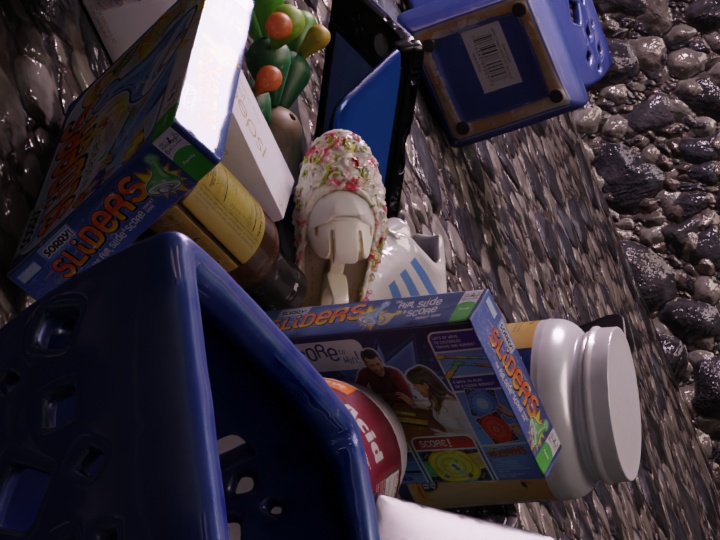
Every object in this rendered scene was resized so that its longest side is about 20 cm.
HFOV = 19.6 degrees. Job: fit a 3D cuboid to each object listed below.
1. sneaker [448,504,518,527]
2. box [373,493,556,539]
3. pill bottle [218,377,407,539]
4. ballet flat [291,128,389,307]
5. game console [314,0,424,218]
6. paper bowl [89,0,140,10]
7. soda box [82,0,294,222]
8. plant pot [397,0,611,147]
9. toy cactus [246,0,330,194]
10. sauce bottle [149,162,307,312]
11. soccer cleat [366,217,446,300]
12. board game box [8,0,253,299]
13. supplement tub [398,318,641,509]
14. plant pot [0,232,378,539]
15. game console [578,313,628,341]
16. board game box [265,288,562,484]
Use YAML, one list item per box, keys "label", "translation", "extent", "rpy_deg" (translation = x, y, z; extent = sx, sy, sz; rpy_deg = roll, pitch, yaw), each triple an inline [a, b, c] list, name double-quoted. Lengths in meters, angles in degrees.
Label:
- label: "sneaker"
  translation: [0.103, 0.210, 1.844]
  extent: [0.200, 0.076, 0.088]
  rpy_deg: [-83, 170, -60]
- label: "box"
  translation: [0.034, 0.271, 1.184]
  extent: [0.200, 0.123, 0.199]
  rpy_deg: [-81, -176, -62]
- label: "pill bottle"
  translation: [-0.038, 0.127, 1.296]
  extent: [0.200, 0.114, 0.114]
  rpy_deg: [-17, 88, -76]
- label: "ballet flat"
  translation: [-0.016, 0.003, 1.479]
  extent: [0.064, 0.075, 0.200]
  rpy_deg: [-123, -143, -71]
- label: "game console"
  translation: [-0.025, -0.101, 1.657]
  extent: [0.171, 0.118, 0.200]
  rpy_deg: [48, -38, 40]
- label: "paper bowl"
  translation: [-0.175, -0.255, 1.256]
  extent: [0.201, 0.104, 0.201]
  rpy_deg: [-16, 90, -87]
- label: "soda box"
  translation: [-0.116, -0.122, 1.430]
  extent: [0.068, 0.064, 0.200]
  rpy_deg: [-79, 147, -63]
- label: "plant pot"
  translation: [0.160, -0.264, 2.384]
  extent: [0.180, 0.200, 0.200]
  rpy_deg: [-66, 136, -61]
- label: "toy cactus"
  translation: [-0.078, -0.138, 1.584]
  extent: [0.200, 0.102, 0.165]
  rpy_deg: [-71, 158, -71]
- label: "sauce bottle"
  translation: [-0.095, -0.027, 1.380]
  extent: [0.200, 0.065, 0.065]
  rpy_deg: [51, 24, -54]
- label: "soccer cleat"
  translation: [0.000, 0.000, 1.604]
  extent: [0.200, 0.070, 0.087]
  rpy_deg: [4, 94, -57]
- label: "board game box"
  translation: [-0.125, -0.078, 1.169]
  extent: [0.034, 0.135, 0.200]
  rpy_deg: [40, 24, -20]
- label: "supplement tub"
  translation: [0.114, 0.114, 1.658]
  extent: [0.144, 0.200, 0.145]
  rpy_deg: [-7, 90, -72]
- label: "plant pot"
  translation: [-0.102, 0.134, 0.885]
  extent: [0.200, 0.179, 0.200]
  rpy_deg: [50, 25, -53]
- label: "game console"
  translation: [0.134, 0.089, 1.833]
  extent: [0.176, 0.116, 0.200]
  rpy_deg: [28, 28, -12]
- label: "board game box"
  translation: [0.021, 0.083, 1.405]
  extent: [0.034, 0.200, 0.136]
  rpy_deg: [-56, 129, -43]
